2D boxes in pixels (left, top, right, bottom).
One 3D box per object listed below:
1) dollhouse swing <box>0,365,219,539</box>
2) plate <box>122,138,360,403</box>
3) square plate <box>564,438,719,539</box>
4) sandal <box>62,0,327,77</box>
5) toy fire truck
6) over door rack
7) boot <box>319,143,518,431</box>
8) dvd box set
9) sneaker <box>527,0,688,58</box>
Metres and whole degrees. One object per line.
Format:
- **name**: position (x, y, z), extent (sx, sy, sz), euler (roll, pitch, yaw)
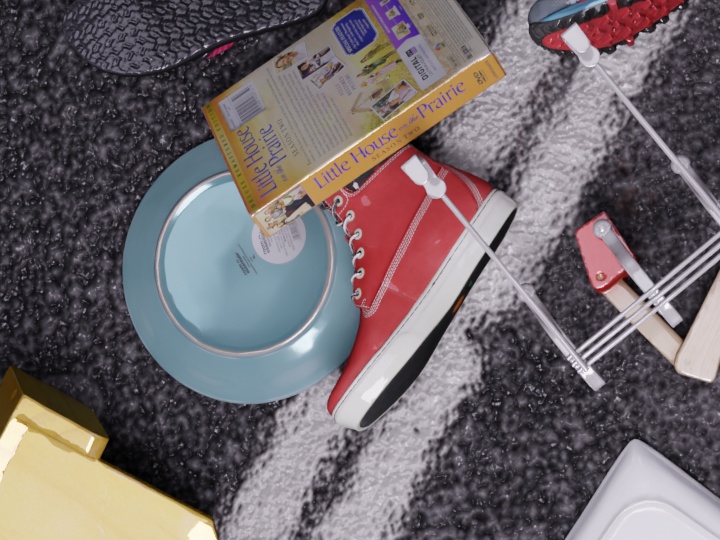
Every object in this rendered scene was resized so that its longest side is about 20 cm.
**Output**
- **dollhouse swing**: position (-0.213, 0.205, 1.274), extent (0.175, 0.182, 0.201), euler (27, 89, -16)
- **plate**: position (-0.082, -0.005, 1.304), extent (0.198, 0.026, 0.202), euler (-2, 82, 13)
- **square plate**: position (0.209, 0.250, 1.206), extent (0.199, 0.028, 0.199), euler (35, 90, 15)
- **sandal**: position (-0.120, -0.188, 1.333), extent (0.198, 0.045, 0.076), euler (-13, 85, -4)
- **toy fire truck**: position (0.249, 0.028, 1.216), extent (0.140, 0.049, 0.201), euler (-31, 78, 7)
- **over door rack**: position (0.145, -0.044, 1.178), extent (0.148, 0.067, 0.200), euler (-40, 98, 7)
- **boot**: position (0.000, 0.000, 1.254), extent (0.144, 0.072, 0.201), euler (31, 77, 10)
- **dvd box set**: position (-0.009, -0.125, 1.261), extent (0.199, 0.029, 0.147), euler (-34, 40, 5)
- **sneaker**: position (0.196, -0.225, 1.257), extent (0.199, 0.079, 0.096), euler (-29, 68, -2)
